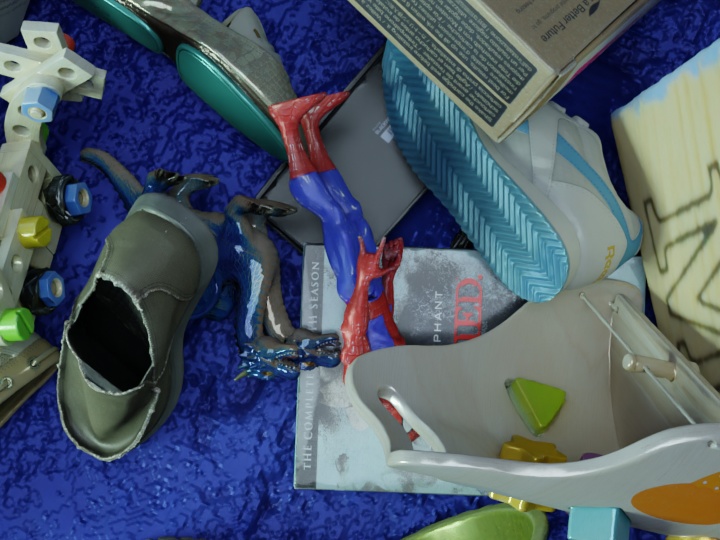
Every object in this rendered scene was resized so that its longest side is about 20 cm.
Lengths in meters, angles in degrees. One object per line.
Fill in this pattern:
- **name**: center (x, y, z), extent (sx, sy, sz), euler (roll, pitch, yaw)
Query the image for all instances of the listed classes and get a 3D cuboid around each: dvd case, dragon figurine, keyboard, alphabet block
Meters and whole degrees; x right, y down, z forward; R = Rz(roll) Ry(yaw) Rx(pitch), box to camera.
- **dvd case**: center (0.063, 0.059, 1.080), extent (0.200, 0.022, 0.146), euler (3, 91, 1)
- **dragon figurine**: center (-0.098, -0.004, 1.062), extent (0.200, 0.059, 0.100), euler (20, 97, 18)
- **keyboard**: center (0.044, -0.073, 1.106), extent (0.127, 0.021, 0.200), euler (41, 87, 6)
- **alphabet block**: center (0.268, -0.023, 0.994), extent (0.195, 0.196, 0.200), euler (-10, 84, -11)

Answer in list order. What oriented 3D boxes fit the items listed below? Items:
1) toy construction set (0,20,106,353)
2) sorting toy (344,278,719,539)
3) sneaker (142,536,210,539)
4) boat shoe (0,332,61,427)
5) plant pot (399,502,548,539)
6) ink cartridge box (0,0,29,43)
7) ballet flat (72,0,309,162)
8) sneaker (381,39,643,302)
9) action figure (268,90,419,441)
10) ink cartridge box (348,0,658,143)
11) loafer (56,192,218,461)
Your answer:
- **toy construction set**: center (-0.204, -0.037, 1.022), extent (0.092, 0.131, 0.200), euler (8, 62, 32)
- **sorting toy**: center (0.089, 0.081, 0.968), extent (0.180, 0.200, 0.107), euler (6, 109, -16)
- **sneaker**: center (-0.155, 0.221, 1.060), extent (0.200, 0.075, 0.087), euler (-32, 96, 4)
- **boat shoe**: center (-0.248, 0.115, 1.064), extent (0.063, 0.073, 0.201), euler (31, 78, 8)
- **plant pot**: center (0.055, 0.258, 1.002), extent (0.200, 0.200, 0.190), euler (-29, 97, -2)
- **ink cartridge box**: center (-0.244, -0.237, 1.049), extent (0.145, 0.084, 0.200), euler (25, 116, 4)
- **ballet flat**: center (-0.095, -0.144, 1.091), extent (0.200, 0.067, 0.062), euler (38, 75, 6)
- **sneaker**: center (0.082, -0.074, 1.062), extent (0.081, 0.077, 0.200), euler (-16, 67, -36)
- **action figure**: center (0.000, 0.000, 1.036), extent (0.052, 0.065, 0.200), euler (-13, 92, 14)
- **ink cartridge box**: center (0.087, -0.189, 1.042), extent (0.165, 0.075, 0.200), euler (45, 50, 4)
- **loafer**: center (-0.137, 0.041, 1.018), extent (0.075, 0.200, 0.070), euler (33, 47, 12)
